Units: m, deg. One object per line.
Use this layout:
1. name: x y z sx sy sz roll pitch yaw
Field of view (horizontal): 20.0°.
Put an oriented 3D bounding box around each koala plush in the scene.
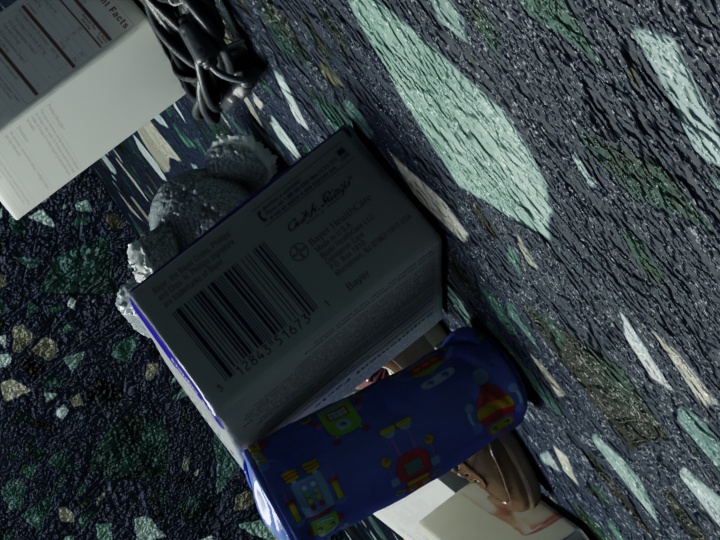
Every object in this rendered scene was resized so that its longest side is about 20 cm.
1. koala plush: -0.114 -0.018 1.709 0.183 0.177 0.200 35 163 30

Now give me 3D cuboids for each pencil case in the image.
1. pencil case: 0.016 0.109 1.362 0.087 0.199 0.078 48 162 44

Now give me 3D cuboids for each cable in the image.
1. cable: -0.139 -0.185 1.501 0.164 0.051 0.200 54 173 -6

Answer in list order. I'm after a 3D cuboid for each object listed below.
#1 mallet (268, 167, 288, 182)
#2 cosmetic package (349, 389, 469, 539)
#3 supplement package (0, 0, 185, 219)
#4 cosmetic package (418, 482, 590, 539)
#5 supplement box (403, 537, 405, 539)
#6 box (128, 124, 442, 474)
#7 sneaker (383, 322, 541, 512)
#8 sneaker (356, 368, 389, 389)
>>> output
1. mallet: 0.000 0.000 1.559 0.200 0.041 0.066 49 175 0
2. cosmetic package: 0.016 0.157 1.761 0.200 0.082 0.051 41 -145 -27
3. supplement package: -0.279 -0.168 1.841 0.117 0.200 0.117 48 170 32
4. cosmetic package: 0.131 0.238 1.616 0.104 0.087 0.200 56 173 -17
5. supplement box: 0.091 0.251 1.954 0.126 0.073 0.200 54 172 -4
6. box: -0.044 0.024 1.364 0.105 0.184 0.200 50 171 14
7. sneaker: 0.060 0.115 1.539 0.201 0.075 0.070 57 171 -19
8. sneaker: 0.014 0.062 1.641 0.200 0.076 0.115 44 169 -11
